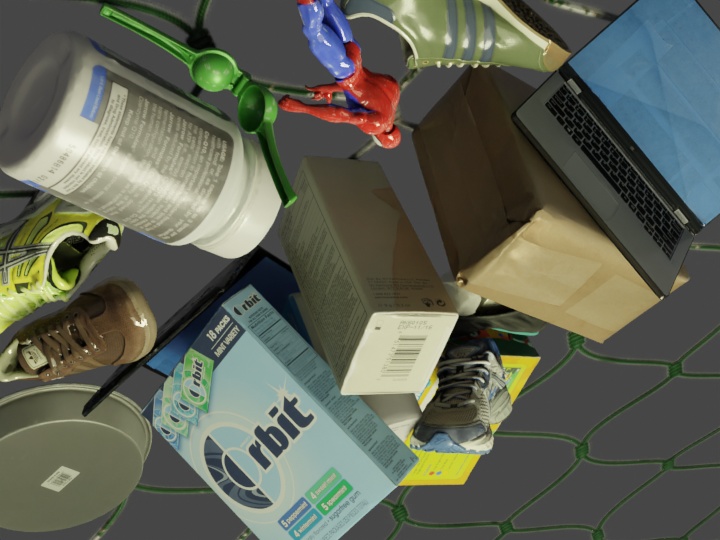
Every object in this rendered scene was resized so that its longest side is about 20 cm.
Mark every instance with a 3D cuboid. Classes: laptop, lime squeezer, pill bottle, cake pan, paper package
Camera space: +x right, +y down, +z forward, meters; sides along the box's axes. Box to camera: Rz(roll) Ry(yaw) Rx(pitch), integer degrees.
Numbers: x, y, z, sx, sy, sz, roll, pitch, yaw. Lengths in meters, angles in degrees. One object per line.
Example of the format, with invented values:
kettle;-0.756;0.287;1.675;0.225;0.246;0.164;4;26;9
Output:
laptop;-0.131;0.073;1.022;0.177;0.200;0.103;-41;98;17
lime squeezer;-0.107;-0.130;0.834;0.071;0.200;0.038;-42;177;-38
pill bottle;-0.161;-0.087;0.846;0.199;0.114;0.114;26;118;-39
cake pan;-0.304;0.193;1.112;0.199;0.037;0.201;-13;136;-13
laptop;0.248;-0.115;0.910;0.188;0.200;0.116;49;126;-3
paper package;0.158;-0.057;0.958;0.199;0.192;0.103;20;131;-36

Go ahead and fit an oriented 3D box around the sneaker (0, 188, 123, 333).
sneaker;-0.270;-0.001;0.909;0.200;0.077;0.075;-42;136;20

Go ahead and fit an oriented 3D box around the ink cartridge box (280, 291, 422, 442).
ink cartridge box;-0.033;0.128;1.057;0.084;0.147;0.200;-11;151;-25

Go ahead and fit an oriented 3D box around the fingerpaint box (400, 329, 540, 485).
fingerpaint box;0.069;0.137;1.196;0.166;0.074;0.201;4;128;-28

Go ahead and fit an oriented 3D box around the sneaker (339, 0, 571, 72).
sneaker;0.069;-0.194;0.881;0.199;0.067;0.090;26;119;-33

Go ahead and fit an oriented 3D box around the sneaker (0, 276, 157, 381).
sneaker;-0.237;0.063;0.921;0.075;0.071;0.200;-33;-174;-38

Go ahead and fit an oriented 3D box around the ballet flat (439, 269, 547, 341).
ballet flat;0.114;0.029;1.124;0.199;0.068;0.069;-3;124;-36

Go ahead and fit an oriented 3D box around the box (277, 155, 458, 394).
box;0.000;0.000;0.938;0.077;0.201;0.095;2;132;-25

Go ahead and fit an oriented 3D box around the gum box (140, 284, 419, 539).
gum box;-0.074;0.139;0.942;0.170;0.200;0.045;-48;173;39

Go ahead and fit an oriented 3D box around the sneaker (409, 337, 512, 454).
sneaker;0.091;0.110;1.032;0.076;0.200;0.086;0;100;16

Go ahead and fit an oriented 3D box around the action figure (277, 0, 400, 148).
action figure;-0.037;-0.161;0.843;0.098;0.066;0.200;-7;137;33
